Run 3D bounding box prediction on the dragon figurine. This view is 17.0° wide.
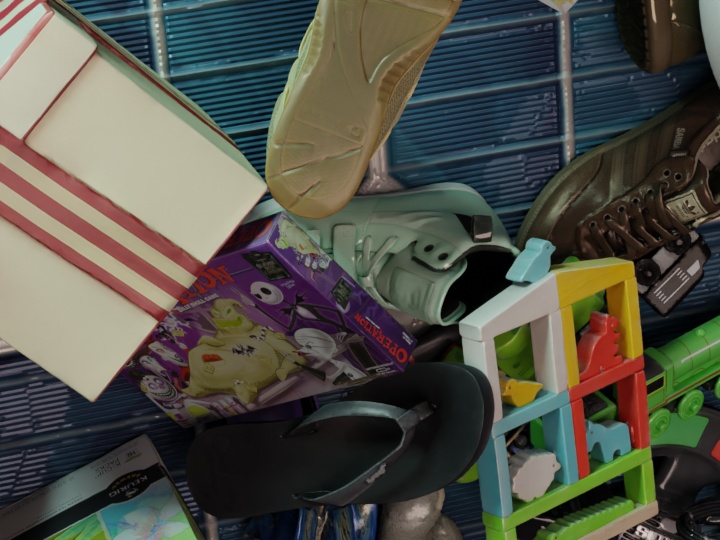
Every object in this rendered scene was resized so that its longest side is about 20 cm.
[{"bbox_3d":[-0.027,0.156,1.489,0.059,0.099,0.201,-5,123,-28],"label":"dragon figurine"}]

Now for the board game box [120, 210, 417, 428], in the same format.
[{"bbox_3d":[-0.076,0.033,1.403,0.120,0.200,0.032,47,50,-23],"label":"board game box"}]

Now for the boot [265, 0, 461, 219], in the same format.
[{"bbox_3d":[0.002,-0.124,1.383,0.073,0.155,0.201,23,90,-3],"label":"boot"}]

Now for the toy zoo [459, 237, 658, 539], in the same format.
[{"bbox_3d":[0.120,0.076,1.453,0.131,0.020,0.201,-20,112,-36],"label":"toy zoo"}]

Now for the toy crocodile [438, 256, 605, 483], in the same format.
[{"bbox_3d":[0.073,0.068,1.514,0.200,0.062,0.067,-47,133,9],"label":"toy crocodile"}]

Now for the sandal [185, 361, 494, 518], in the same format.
[{"bbox_3d":[-0.013,0.108,1.415,0.200,0.043,0.076,-19,85,20],"label":"sandal"}]

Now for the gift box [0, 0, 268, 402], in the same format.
[{"bbox_3d":[-0.176,-0.063,1.322,0.187,0.200,0.185,37,90,-25],"label":"gift box"}]

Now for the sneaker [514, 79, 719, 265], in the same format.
[{"bbox_3d":[0.184,-0.050,1.509,0.200,0.076,0.070,-40,116,-1],"label":"sneaker"}]

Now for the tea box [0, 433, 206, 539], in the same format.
[{"bbox_3d":[-0.125,0.243,1.448,0.133,0.197,0.200,-28,115,-7],"label":"tea box"}]

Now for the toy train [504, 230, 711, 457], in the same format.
[{"bbox_3d":[0.152,0.050,1.554,0.046,0.034,0.200,44,93,-9],"label":"toy train"}]

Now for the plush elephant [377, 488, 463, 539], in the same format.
[{"bbox_3d":[0.077,0.245,1.516,0.154,0.165,0.200,10,149,3],"label":"plush elephant"}]

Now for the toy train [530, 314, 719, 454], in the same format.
[{"bbox_3d":[0.189,0.075,1.545,0.200,0.042,0.057,-27,133,-26],"label":"toy train"}]

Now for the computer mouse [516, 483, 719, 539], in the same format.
[{"bbox_3d":[0.173,0.160,1.562,0.199,0.059,0.034,10,130,-18],"label":"computer mouse"}]

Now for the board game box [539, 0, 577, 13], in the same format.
[{"bbox_3d":[0.064,-0.246,1.336,0.134,0.200,0.034,23,133,-25],"label":"board game box"}]

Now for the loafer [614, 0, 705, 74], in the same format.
[{"bbox_3d":[0.188,-0.219,1.454,0.067,0.076,0.201,-13,121,-16],"label":"loafer"}]

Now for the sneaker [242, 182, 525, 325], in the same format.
[{"bbox_3d":[0.000,0.000,1.442,0.200,0.118,0.074,-14,113,-13],"label":"sneaker"}]

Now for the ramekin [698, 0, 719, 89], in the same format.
[{"bbox_3d":[0.301,-0.171,1.439,0.200,0.105,0.201,-3,94,-45],"label":"ramekin"}]

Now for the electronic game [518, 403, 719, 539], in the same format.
[{"bbox_3d":[0.191,0.179,1.615,0.199,0.042,0.201,-6,110,-16],"label":"electronic game"}]

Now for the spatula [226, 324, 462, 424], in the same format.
[{"bbox_3d":[0.008,0.062,1.522,0.199,0.021,0.057,-22,121,-10],"label":"spatula"}]
